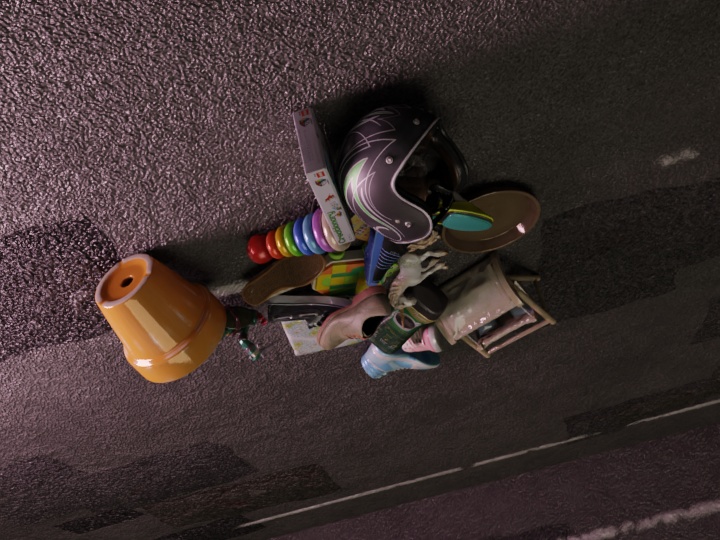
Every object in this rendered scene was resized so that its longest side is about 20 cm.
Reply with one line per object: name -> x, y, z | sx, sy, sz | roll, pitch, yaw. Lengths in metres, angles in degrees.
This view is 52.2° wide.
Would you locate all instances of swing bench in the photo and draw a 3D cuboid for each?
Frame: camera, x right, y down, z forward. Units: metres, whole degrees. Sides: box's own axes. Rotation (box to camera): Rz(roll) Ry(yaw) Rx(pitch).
swing bench -> 0.291, 0.083, 1.652 | 0.199, 0.130, 0.200 | -35, 142, 31

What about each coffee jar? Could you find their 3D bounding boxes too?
coffee jar -> 0.099, 0.096, 1.630 | 0.104, 0.085, 0.200 | 40, 130, -10

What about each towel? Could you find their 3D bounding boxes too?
towel -> -0.083, 0.123, 1.662 | 0.171, 0.048, 0.200 | -10, 148, 1

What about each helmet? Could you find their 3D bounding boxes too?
helmet -> 0.056, -0.158, 1.136 | 0.200, 0.200, 0.191 | -28, 114, 23

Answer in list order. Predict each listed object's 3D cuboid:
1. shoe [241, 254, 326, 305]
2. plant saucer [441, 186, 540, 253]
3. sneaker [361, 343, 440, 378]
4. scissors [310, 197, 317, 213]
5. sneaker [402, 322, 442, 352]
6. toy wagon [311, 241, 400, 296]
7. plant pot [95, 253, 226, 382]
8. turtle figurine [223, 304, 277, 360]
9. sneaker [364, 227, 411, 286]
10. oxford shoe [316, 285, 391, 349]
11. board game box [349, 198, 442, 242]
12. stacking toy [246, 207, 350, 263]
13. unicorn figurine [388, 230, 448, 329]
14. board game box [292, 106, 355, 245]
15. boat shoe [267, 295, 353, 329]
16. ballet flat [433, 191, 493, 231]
shoe -> -0.147, 0.006, 1.438 | 0.200, 0.053, 0.070 | -25, 104, 25
plant saucer -> 0.254, -0.102, 1.445 | 0.199, 0.030, 0.200 | -9, 149, -6
sneaker -> 0.092, 0.227, 1.857 | 0.199, 0.080, 0.131 | 17, 136, -24
scissors -> -0.088, -0.075, 1.382 | 0.073, 0.014, 0.200 | 7, 142, -24
sneaker -> 0.136, 0.158, 1.722 | 0.104, 0.076, 0.200 | -10, 176, 6
toy wagon -> 0.000, 0.000, 1.502 | 0.199, 0.040, 0.155 | -5, 147, -12
plant pot -> -0.381, 0.074, 1.359 | 0.200, 0.201, 0.183 | -22, 132, 14
turtle figurine -> -0.275, 0.120, 1.525 | 0.200, 0.150, 0.101 | -10, 120, -40
sneaker -> 0.052, -0.036, 1.371 | 0.078, 0.070, 0.200 | -1, 147, -9
oxford shoe -> -0.016, 0.112, 1.474 | 0.070, 0.075, 0.200 | 11, 137, -41
board game box -> 0.063, -0.122, 1.339 | 0.135, 0.035, 0.200 | 15, 139, -37
stacking toy -> -0.118, -0.057, 1.331 | 0.199, 0.086, 0.085 | -14, 151, 26
unicorn figurine -> 0.112, 0.001, 1.498 | 0.137, 0.074, 0.200 | -25, 129, -9
board game box -> -0.056, -0.146, 1.173 | 0.034, 0.127, 0.200 | -16, 148, 5
boat shoe -> -0.096, 0.089, 1.529 | 0.199, 0.068, 0.072 | 2, 170, 5
ballet flat -> 0.141, -0.109, 1.289 | 0.199, 0.067, 0.067 | 0, 161, -19
